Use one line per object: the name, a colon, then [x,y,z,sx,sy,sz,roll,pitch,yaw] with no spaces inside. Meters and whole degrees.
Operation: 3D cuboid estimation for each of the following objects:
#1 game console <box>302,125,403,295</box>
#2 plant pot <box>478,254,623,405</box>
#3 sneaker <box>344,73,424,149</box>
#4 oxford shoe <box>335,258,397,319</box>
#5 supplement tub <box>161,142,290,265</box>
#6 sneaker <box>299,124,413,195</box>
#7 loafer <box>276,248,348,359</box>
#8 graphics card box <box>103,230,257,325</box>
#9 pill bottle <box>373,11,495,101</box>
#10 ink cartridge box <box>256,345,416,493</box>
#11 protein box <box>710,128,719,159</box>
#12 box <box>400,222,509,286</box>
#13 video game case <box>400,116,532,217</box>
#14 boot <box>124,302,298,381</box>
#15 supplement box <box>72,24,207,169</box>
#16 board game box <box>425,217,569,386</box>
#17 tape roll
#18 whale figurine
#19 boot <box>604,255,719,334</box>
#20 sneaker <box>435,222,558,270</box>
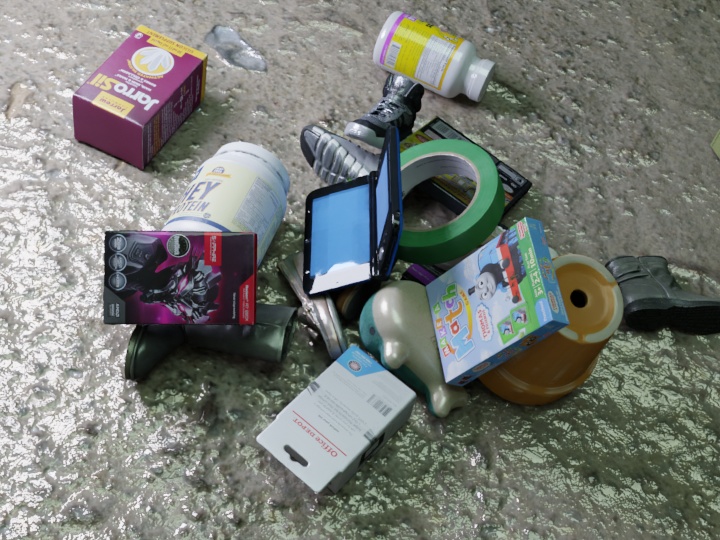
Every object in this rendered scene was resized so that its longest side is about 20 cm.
game console: [-0.013,-0.085,1.519,0.118,0.171,0.200,4,52,-7]
plant pot: [0.263,0.068,1.486,0.200,0.183,0.200,6,69,-15]
sneaker: [0.041,-0.256,1.717,0.075,0.114,0.200,23,14,18]
oxford shoe: [0.000,0.000,1.598,0.071,0.071,0.200,21,41,11]
supplement tub: [-0.193,-0.075,1.566,0.145,0.145,0.200,19,51,4]
sneaker: [0.003,-0.176,1.736,0.200,0.075,0.115,42,49,13]
loafer: [-0.069,0.052,1.549,0.063,0.072,0.200,-19,50,-2]
graphics card box: [-0.237,0.010,1.425,0.200,0.051,0.126,1,89,-6]
pill bottle: [0.130,-0.367,1.878,0.200,0.104,0.104,26,53,9]
ink cartridge box: [-0.034,0.207,1.426,0.116,0.067,0.200,38,57,18]
protein box: [0.755,-0.201,1.852,0.198,0.135,0.200,-9,55,-18]
box: [0.173,-0.002,1.650,0.143,0.036,0.200,36,56,15]
video game case: [0.159,-0.157,1.732,0.200,0.026,0.181,37,38,10]
boot: [-0.201,0.098,1.472,0.200,0.073,0.182,18,52,5]
supplement box: [-0.349,-0.278,1.717,0.131,0.103,0.200,25,53,7]
board game box: [0.175,0.044,1.424,0.037,0.200,0.151,12,54,-36]
tape roll: [0.110,-0.102,1.581,0.200,0.048,0.201,-12,50,15]
whale figurine: [0.072,0.116,1.513,0.159,0.104,0.200,-20,80,-51]
boot: [0.486,0.027,1.673,0.200,0.068,0.131,4,47,-10]
sneaker: [0.209,-0.032,1.606,0.200,0.085,0.073,5,51,-10]
